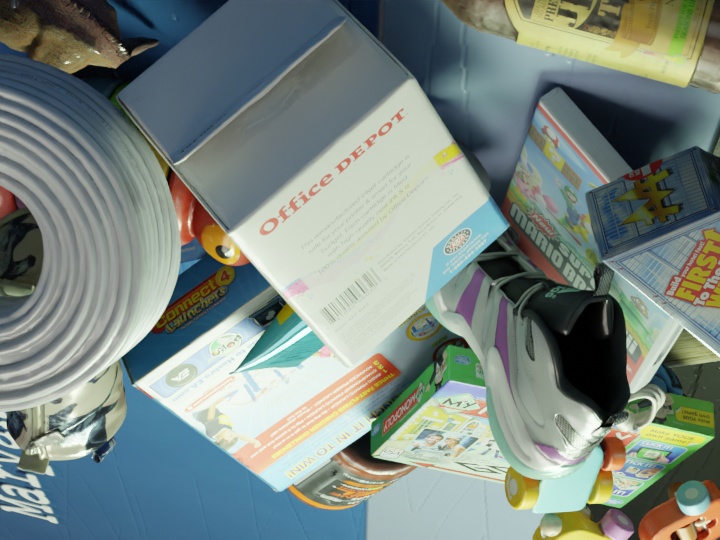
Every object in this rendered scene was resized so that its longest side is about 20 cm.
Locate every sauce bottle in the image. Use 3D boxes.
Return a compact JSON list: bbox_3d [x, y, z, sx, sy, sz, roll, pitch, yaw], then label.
[{"bbox_3d":[0.092,-0.140,1.047,0.199,0.065,0.065,13,159,1],"label":"sauce bottle"}]

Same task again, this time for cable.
[{"bbox_3d":[-0.202,-0.021,1.173,0.199,0.200,0.069,-7,-165,15],"label":"cable"}]

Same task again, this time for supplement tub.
[{"bbox_3d":[-0.011,0.137,1.744,0.107,0.107,0.200,20,159,-11],"label":"supplement tub"}]

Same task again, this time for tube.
[{"bbox_3d":[0.000,0.000,1.327,0.200,0.050,0.077,-47,153,25],"label":"tube"}]

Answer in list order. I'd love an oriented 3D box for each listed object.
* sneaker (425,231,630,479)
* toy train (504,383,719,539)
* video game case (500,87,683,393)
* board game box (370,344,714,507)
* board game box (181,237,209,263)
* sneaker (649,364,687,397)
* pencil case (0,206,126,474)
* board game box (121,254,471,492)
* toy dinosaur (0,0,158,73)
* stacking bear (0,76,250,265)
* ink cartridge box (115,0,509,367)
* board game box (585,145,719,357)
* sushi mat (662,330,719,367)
[{"bbox_3d":[0.110,0.016,1.296,0.078,0.200,0.140,-19,164,-31],"label":"sneaker"},{"bbox_3d":[0.175,0.144,1.442,0.150,0.056,0.200,-31,133,3],"label":"toy train"},{"bbox_3d":[0.143,-0.013,1.280,0.143,0.017,0.200,51,163,14],"label":"video game case"},{"bbox_3d":[0.124,0.110,1.460,0.200,0.029,0.135,13,149,-18],"label":"board game box"},{"bbox_3d":[-0.211,-0.006,1.440,0.200,0.037,0.151,-12,-177,-10],"label":"board game box"},{"bbox_3d":[0.174,0.062,1.469,0.078,0.066,0.200,-12,147,24],"label":"sneaker"},{"bbox_3d":[-0.190,0.042,1.319,0.078,0.090,0.200,9,143,4],"label":"pencil case"},{"bbox_3d":[-0.033,0.042,1.436,0.200,0.056,0.196,-35,142,8],"label":"board game box"},{"bbox_3d":[-0.183,-0.152,1.185,0.200,0.086,0.135,25,152,-32],"label":"toy dinosaur"},{"bbox_3d":[-0.133,-0.059,1.331,0.200,0.114,0.122,14,137,7],"label":"stacking bear"},{"bbox_3d":[-0.028,-0.065,1.172,0.125,0.128,0.200,48,177,34],"label":"ink cartridge box"},{"bbox_3d":[0.231,-0.021,1.113,0.200,0.062,0.200,23,122,-22],"label":"board game box"},{"bbox_3d":[0.219,0.043,1.482,0.096,0.012,0.200,29,155,-33],"label":"sushi mat"}]
